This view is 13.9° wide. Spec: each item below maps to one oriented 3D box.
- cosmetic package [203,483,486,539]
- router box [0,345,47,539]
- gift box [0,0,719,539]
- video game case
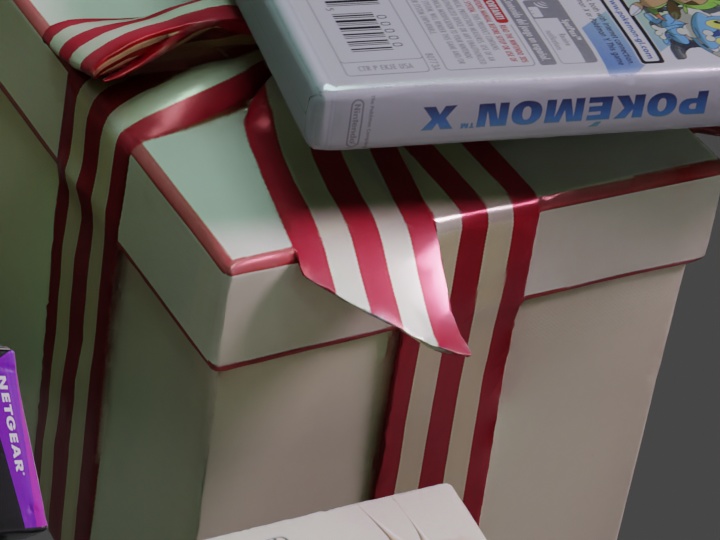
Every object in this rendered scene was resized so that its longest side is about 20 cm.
[{"bbox_3d":[0.019,0.156,0.742,0.103,0.073,0.200,-12,48,-27],"label":"cosmetic package"},{"bbox_3d":[-0.198,0.067,0.703,0.199,0.051,0.149,-19,-12,29],"label":"router box"},{"bbox_3d":[0.000,0.000,0.870,0.184,0.188,0.200,-16,42,-31],"label":"gift box"},{"bbox_3d":[0.043,-0.101,0.840,0.181,0.022,0.200,-4,37,-19],"label":"video game case"}]
